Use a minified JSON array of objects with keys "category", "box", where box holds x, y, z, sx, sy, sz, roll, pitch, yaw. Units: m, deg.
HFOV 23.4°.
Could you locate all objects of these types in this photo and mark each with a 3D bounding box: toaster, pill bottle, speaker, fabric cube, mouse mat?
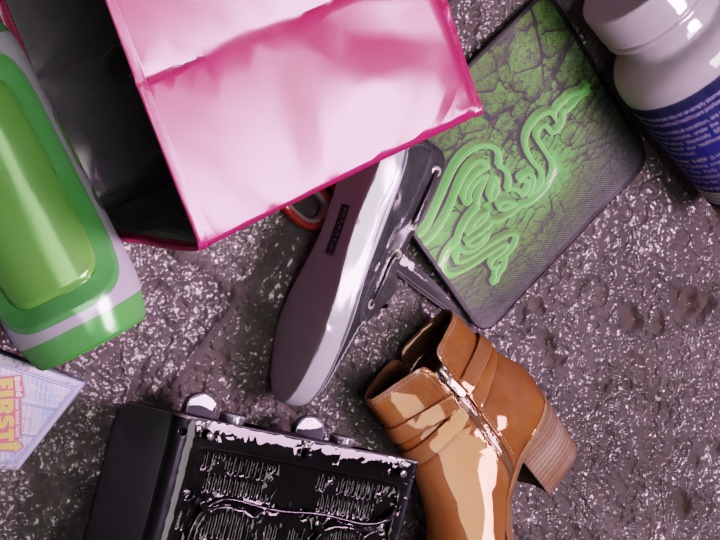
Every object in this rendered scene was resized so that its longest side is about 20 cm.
[{"category":"toaster","box":[-0.076,0.188,1.115,0.180,0.119,0.201,14,90,-28]},{"category":"pill bottle","box":[0.253,-0.139,1.248,0.200,0.120,0.120,45,76,-26]},{"category":"speaker","box":[-0.203,-0.046,1.018,0.088,0.088,0.201,-29,97,-22]},{"category":"fabric cube","box":[-0.082,-0.146,1.025,0.199,0.196,0.201,-27,108,-24]},{"category":"mouse mat","box":[0.110,-0.078,1.238,0.200,0.008,0.161,-45,115,-19]}]

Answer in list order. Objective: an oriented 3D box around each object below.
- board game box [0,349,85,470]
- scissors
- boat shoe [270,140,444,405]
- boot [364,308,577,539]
[{"category":"board game box","box":[-0.272,0.106,1.032,0.199,0.062,0.201,6,94,-28]},{"category":"scissors","box":[0.003,-0.018,1.192,0.073,0.014,0.200,-42,115,-20]},{"category":"boat shoe","box":[0.000,0.000,1.150,0.056,0.069,0.201,19,96,-28]},{"category":"boot","box":[0.053,0.141,1.207,0.155,0.074,0.200,48,62,-26]}]
